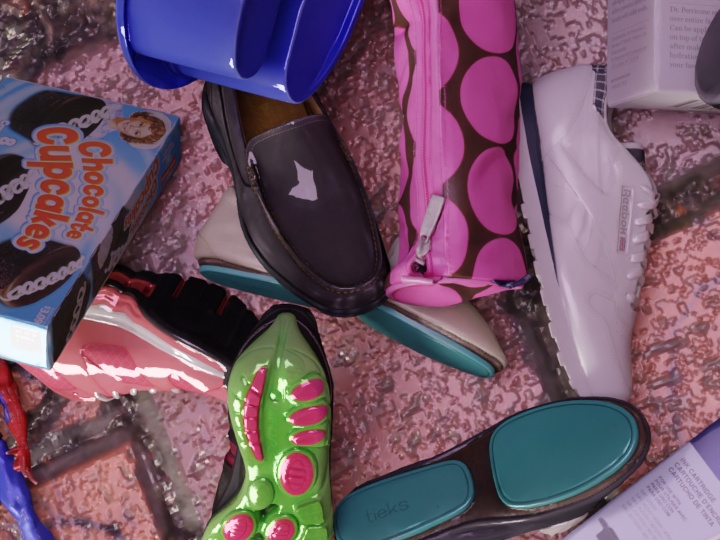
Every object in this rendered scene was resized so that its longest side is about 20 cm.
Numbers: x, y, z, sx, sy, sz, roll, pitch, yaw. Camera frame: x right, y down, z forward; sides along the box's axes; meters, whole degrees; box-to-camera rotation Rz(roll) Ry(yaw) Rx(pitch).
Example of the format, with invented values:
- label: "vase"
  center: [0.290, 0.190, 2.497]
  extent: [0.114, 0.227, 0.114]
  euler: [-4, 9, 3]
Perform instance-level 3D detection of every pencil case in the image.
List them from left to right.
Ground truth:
- label: "pencil case"
  center: [0.049, -0.082, 1.652]
  extent: [0.090, 0.094, 0.201]
  euler: [-9, 80, 34]

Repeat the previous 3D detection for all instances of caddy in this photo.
- label: "caddy"
  center: [-0.062, -0.188, 1.642]
  extent: [0.105, 0.141, 0.201]
  euler: [23, 91, 27]

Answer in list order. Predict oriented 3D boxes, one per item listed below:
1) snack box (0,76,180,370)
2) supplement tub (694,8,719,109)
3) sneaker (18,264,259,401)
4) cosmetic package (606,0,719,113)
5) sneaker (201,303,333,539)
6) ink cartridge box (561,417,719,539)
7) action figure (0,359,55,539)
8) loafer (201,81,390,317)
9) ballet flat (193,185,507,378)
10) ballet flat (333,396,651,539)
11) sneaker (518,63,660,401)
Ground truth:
- label: "snack box"
  center: [-0.192, -0.031, 1.722]
  extent: [0.116, 0.200, 0.037]
  euler: [13, 132, 13]
- label: "supplement tub"
  center: [0.279, -0.084, 1.606]
  extent: [0.199, 0.107, 0.107]
  euler: [24, 91, -21]
- label: "sneaker"
  center: [-0.140, 0.043, 1.764]
  extent: [0.199, 0.074, 0.087]
  euler: [23, 119, 8]
- label: "cosmetic package"
  center: [0.196, -0.191, 1.677]
  extent: [0.101, 0.071, 0.201]
  euler: [3, 85, -18]
- label: "sneaker"
  center: [-0.044, 0.102, 1.694]
  extent: [0.076, 0.084, 0.200]
  euler: [12, 131, -1]
- label: "ink cartridge box"
  center: [0.189, 0.168, 1.683]
  extent: [0.200, 0.042, 0.119]
  euler: [-38, 79, 5]
- label: "action figure"
  center: [-0.220, 0.119, 1.777]
  extent: [0.065, 0.052, 0.201]
  euler: [-21, 78, 14]
- label: "loafer"
  center: [-0.040, -0.060, 1.699]
  extent: [0.073, 0.072, 0.200]
  euler: [-22, 56, -16]
- label: "ballet flat"
  center: [0.000, 0.000, 1.730]
  extent: [0.199, 0.069, 0.070]
  euler: [19, 89, 14]
- label: "ballet flat"
  center: [0.081, 0.124, 1.692]
  extent: [0.199, 0.073, 0.073]
  euler: [-21, 80, 21]
- label: "sneaker"
  center: [0.134, -0.019, 1.697]
  extent: [0.080, 0.076, 0.201]
  euler: [-11, 84, 2]
